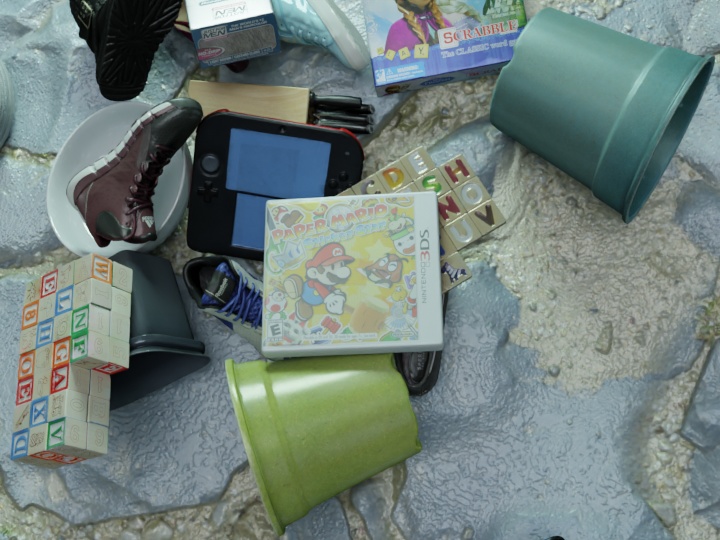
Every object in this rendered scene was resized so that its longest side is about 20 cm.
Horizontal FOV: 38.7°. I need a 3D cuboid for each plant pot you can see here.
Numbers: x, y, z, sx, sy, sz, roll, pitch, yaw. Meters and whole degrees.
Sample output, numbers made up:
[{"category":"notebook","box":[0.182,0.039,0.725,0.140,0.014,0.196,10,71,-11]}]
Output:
[{"category":"plant pot","box":[0.264,-0.189,1.157,0.195,0.200,0.202,31,86,17]},{"category":"plant pot","box":[-0.035,0.168,1.142,0.181,0.201,0.203,-17,80,-5]}]

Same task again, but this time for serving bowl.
[{"category":"serving bowl","box":[-0.284,-0.101,1.254,0.197,0.066,0.204,-6,72,20]}]

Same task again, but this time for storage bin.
[{"category":"storage bin","box":[-0.282,0.072,1.204,0.198,0.145,0.136,-25,68,28]}]

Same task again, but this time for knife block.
[{"category":"knife block","box":[-0.089,-0.195,1.256,0.175,0.064,0.201,-39,79,-1]}]

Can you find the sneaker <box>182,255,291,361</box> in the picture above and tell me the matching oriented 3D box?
[{"category":"sneaker","box":[-0.135,0.044,1.201,0.198,0.115,0.081,30,87,10]}]

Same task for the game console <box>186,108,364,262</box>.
[{"category":"game console","box":[-0.101,-0.092,1.208,0.197,0.031,0.180,9,110,-2]}]

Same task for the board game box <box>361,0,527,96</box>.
[{"category":"board game box","box":[0.100,-0.333,1.264,0.197,0.041,0.203,-10,81,5]}]

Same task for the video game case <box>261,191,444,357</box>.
[{"category":"video game case","box":[-0.009,0.003,1.132,0.196,0.023,0.185,-3,67,5]}]

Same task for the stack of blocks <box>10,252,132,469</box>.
[{"category":"stack of blocks","box":[-0.305,0.097,1.091,0.114,0.058,0.203,-19,61,31]}]

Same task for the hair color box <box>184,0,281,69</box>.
[{"category":"hair color box","box":[-0.161,-0.333,1.217,0.098,0.061,0.202,-13,51,-4]}]

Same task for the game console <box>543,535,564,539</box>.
[{"category":"game console","box":[0.166,0.403,1.113,0.198,0.118,0.173,-28,79,3]}]

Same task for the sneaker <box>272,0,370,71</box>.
[{"category":"sneaker","box":[-0.063,-0.301,1.263,0.082,0.074,0.201,-44,62,15]}]

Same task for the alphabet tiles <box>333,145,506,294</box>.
[{"category":"alphabet tiles","box":[0.057,-0.045,1.162,0.198,0.008,0.168,-30,70,-5]}]

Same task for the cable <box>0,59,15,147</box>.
[{"category":"cable","box":[-0.543,-0.212,1.311,0.197,0.069,0.203,16,85,8]}]

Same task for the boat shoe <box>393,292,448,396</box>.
[{"category":"boat shoe","box":[0.070,0.045,1.205,0.066,0.057,0.204,0,82,9]}]

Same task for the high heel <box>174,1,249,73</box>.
[{"category":"high heel","box":[-0.216,-0.330,1.273,0.199,0.096,0.068,40,88,10]}]

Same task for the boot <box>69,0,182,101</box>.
[{"category":"boot","box":[-0.288,-0.328,1.225,0.212,0.078,0.159,-52,49,40]}]

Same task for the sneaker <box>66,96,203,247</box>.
[{"category":"sneaker","box":[-0.238,-0.097,1.165,0.199,0.075,0.117,-37,68,20]}]
